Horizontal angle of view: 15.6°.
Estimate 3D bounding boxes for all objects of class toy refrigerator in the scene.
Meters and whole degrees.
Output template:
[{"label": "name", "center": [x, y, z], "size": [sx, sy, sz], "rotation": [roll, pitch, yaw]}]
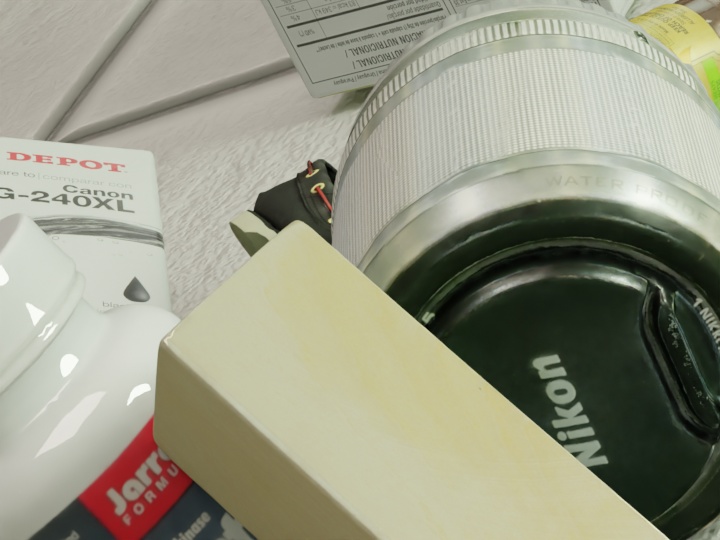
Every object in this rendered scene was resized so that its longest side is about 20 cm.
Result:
[{"label": "toy refrigerator", "center": [0.031, 0.080, 0.811], "size": [0.070, 0.200, 0.076], "rotation": [-42, -17, -24]}]

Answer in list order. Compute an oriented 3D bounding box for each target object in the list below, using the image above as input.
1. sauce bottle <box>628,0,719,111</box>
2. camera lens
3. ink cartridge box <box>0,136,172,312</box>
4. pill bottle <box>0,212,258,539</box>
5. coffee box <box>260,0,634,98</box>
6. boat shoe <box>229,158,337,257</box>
[{"label": "sauce bottle", "center": [0.083, -0.056, 1.127], "size": [0.199, 0.065, 0.065], "rotation": [-28, 20, -26]}, {"label": "camera lens", "center": [0.068, 0.002, 0.961], "size": [0.159, 0.160, 0.200], "rotation": [-26, 24, 12]}, {"label": "ink cartridge box", "center": [-0.158, 0.021, 1.120], "size": [0.144, 0.084, 0.200], "rotation": [5, 30, -11]}, {"label": "pill bottle", "center": [-0.081, 0.083, 0.911], "size": [0.119, 0.200, 0.120], "rotation": [-40, 15, 13]}, {"label": "coffee box", "center": [0.048, -0.239, 1.404], "size": [0.199, 0.198, 0.200], "rotation": [-12, 29, 34]}, {"label": "boat shoe", "center": [-0.001, -0.002, 1.160], "size": [0.063, 0.074, 0.201], "rotation": [-37, 22, -4]}]
